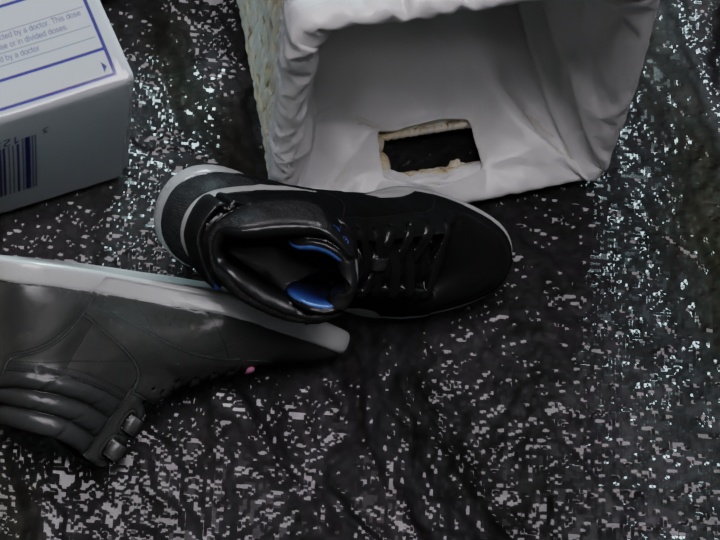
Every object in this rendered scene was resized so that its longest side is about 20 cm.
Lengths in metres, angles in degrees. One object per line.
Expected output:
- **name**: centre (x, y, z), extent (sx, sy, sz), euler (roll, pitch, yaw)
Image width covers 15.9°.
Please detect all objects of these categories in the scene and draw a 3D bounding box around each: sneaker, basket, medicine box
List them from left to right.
- **medicine box**: centre (-0.240, -0.131, 1.381), extent (0.181, 0.103, 0.201), euler (-18, 67, -15)
- **sneaker**: centre (-0.105, 0.053, 1.333), extent (0.199, 0.071, 0.100), euler (9, 92, -24)
- **sneaker**: centre (0.000, 0.000, 1.319), extent (0.199, 0.112, 0.073), euler (7, 104, -22)
- **basket**: centre (0.037, -0.149, 1.371), extent (0.197, 0.200, 0.161), euler (-9, 63, -10)
